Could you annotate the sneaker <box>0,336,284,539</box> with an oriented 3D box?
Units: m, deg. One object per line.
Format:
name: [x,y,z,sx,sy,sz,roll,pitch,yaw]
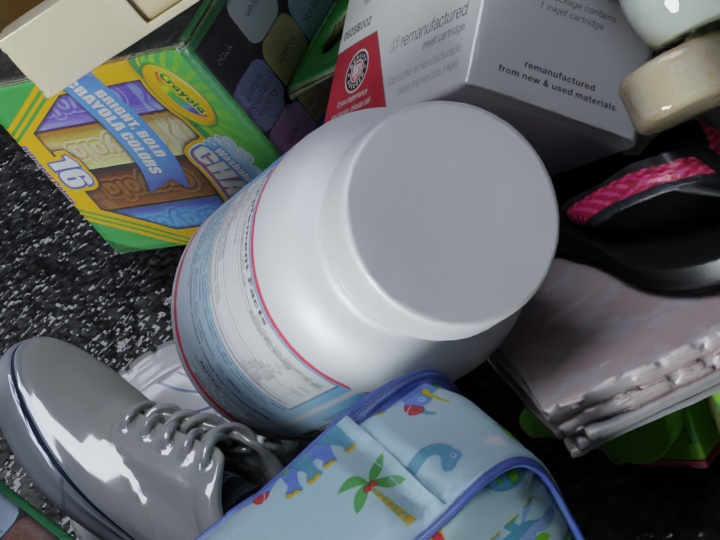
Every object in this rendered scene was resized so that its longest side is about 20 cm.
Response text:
sneaker: [-0.069,0.087,0.943,0.200,0.071,0.073,41,34,15]

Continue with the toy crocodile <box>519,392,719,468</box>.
toy crocodile: [0.153,0.050,0.890,0.199,0.062,0.068,-8,23,34]

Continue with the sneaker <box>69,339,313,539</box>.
sneaker: [-0.044,0.063,1.015,0.200,0.075,0.087,-39,48,1]

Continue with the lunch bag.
lunch bag: [-0.007,0.147,0.830,0.200,0.161,0.082,-42,48,-10]

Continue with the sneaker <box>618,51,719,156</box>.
sneaker: [0.154,-0.083,1.016,0.199,0.078,0.100,-7,54,44]

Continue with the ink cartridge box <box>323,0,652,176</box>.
ink cartridge box: [0.062,-0.144,0.959,0.147,0.083,0.201,-20,57,63]

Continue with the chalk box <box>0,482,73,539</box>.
chalk box: [-0.150,0.157,0.883,0.124,0.200,0.125,-48,40,-13]

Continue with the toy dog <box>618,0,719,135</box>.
toy dog: [0.172,-0.130,0.869,0.200,0.132,0.096,-42,5,-25]

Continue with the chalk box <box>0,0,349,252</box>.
chalk box: [-0.059,-0.100,1.092,0.199,0.124,0.125,-4,47,42]

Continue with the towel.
towel: [0.142,-0.004,0.904,0.199,0.032,0.191,-24,19,-2]

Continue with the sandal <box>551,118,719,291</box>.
sandal: [0.112,-0.032,0.896,0.075,0.045,0.200,-31,20,-24]

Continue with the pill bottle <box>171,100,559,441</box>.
pill bottle: [0.000,0.000,0.886,0.109,0.109,0.200,-55,9,-21]

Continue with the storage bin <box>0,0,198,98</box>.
storage bin: [-0.088,-0.201,1.013,0.199,0.094,0.199,-31,34,17]
